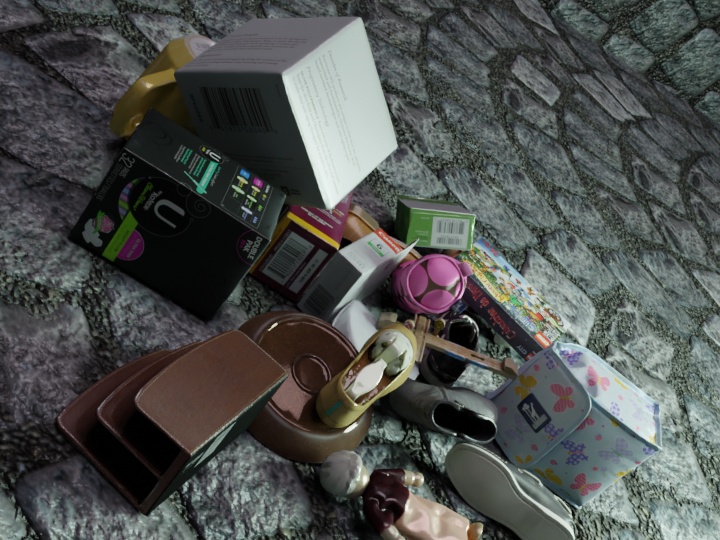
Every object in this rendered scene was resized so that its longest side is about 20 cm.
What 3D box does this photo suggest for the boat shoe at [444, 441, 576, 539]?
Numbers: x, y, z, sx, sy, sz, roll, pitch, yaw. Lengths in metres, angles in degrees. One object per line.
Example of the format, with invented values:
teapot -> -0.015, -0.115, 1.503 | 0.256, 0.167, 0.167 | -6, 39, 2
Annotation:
boat shoe -> 0.194, 0.283, 1.351 | 0.200, 0.074, 0.060 | 36, 24, -1

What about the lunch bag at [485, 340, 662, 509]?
lunch bag -> 0.286, 0.208, 1.459 | 0.200, 0.170, 0.127 | 39, 32, -8

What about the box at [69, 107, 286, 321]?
box -> -0.216, -0.067, 1.277 | 0.200, 0.149, 0.124 | 33, 29, -13

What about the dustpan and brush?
dustpan and brush -> -0.005, 0.133, 1.358 | 0.140, 0.057, 0.200 | 49, 23, -4

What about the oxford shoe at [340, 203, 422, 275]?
oxford shoe -> 0.031, -0.015, 1.595 | 0.200, 0.071, 0.071 | 35, 60, -13

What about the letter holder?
letter holder -> -0.194, 0.129, 1.091 | 0.142, 0.101, 0.200 | 42, 30, 7

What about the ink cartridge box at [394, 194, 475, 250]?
ink cartridge box -> 0.112, -0.078, 1.690 | 0.104, 0.059, 0.200 | 5, 9, -7

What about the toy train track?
toy train track -> 0.121, 0.094, 1.419 | 0.200, 0.033, 0.115 | 22, 28, -1

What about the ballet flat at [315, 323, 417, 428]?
ballet flat -> 0.023, 0.117, 1.254 | 0.069, 0.063, 0.200 | 45, 44, 0

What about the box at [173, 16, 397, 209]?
box -> -0.094, -0.210, 1.386 | 0.171, 0.199, 0.200 | -46, 130, -37

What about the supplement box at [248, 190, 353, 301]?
supplement box -> -0.080, -0.065, 1.469 | 0.086, 0.110, 0.200 | 33, 30, -13

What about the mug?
mug -> -0.246, -0.235, 1.465 | 0.149, 0.153, 0.187 | 30, 31, -18

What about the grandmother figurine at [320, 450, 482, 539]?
grandmother figurine -> 0.042, 0.271, 1.199 | 0.200, 0.061, 0.121 | 33, 20, -7

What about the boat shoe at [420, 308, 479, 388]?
boat shoe -> 0.142, 0.100, 1.535 | 0.074, 0.060, 0.200 | 41, 30, 2

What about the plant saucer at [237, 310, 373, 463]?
plant saucer -> -0.064, 0.128, 1.253 | 0.200, 0.034, 0.201 | 19, 49, -23

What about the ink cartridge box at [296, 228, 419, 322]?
ink cartridge box -> 0.000, 0.000, 1.473 | 0.050, 0.109, 0.200 | 43, 29, 8

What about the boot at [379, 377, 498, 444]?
boot -> 0.130, 0.191, 1.340 | 0.200, 0.070, 0.132 | 14, 2, -36

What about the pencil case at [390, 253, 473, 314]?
pencil case -> 0.096, 0.019, 1.486 | 0.091, 0.094, 0.200 | 56, -5, -3

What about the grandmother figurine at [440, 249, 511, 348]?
grandmother figurine -> 0.199, 0.044, 1.696 | 0.121, 0.061, 0.200 | -8, 51, -42

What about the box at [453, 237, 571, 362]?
box -> 0.226, 0.046, 1.631 | 0.200, 0.038, 0.137 | 45, 29, 8
